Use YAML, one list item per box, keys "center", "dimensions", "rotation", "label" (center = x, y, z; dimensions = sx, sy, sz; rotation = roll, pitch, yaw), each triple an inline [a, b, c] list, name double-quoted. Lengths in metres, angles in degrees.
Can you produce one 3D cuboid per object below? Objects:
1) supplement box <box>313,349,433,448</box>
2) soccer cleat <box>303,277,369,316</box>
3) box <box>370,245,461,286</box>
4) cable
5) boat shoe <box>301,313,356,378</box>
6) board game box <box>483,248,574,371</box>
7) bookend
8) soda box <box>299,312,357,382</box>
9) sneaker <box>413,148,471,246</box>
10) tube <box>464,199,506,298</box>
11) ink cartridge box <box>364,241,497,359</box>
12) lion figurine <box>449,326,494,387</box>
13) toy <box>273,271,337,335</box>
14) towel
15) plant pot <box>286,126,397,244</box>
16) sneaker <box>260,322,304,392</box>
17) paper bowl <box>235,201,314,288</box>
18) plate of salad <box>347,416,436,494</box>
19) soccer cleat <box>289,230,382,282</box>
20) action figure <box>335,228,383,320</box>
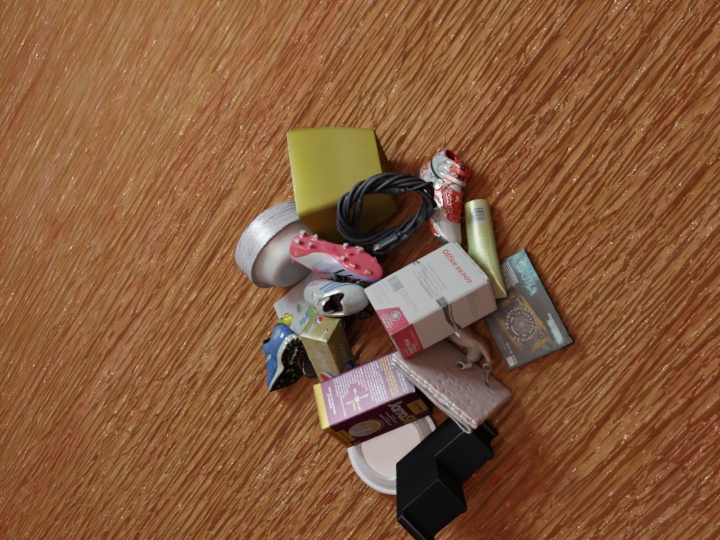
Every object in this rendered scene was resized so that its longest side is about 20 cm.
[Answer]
- center: [0.026, 0.259, 1.122]
  dimensions: [0.199, 0.131, 0.103]
  rotation: [-25, 50, 9]
  label: "supplement box"
- center: [-0.070, 0.057, 1.147]
  dimensions: [0.200, 0.086, 0.070]
  rotation: [-3, 109, 48]
  label: "soccer cleat"
- center: [0.118, 0.004, 1.135]
  dimensions: [0.199, 0.041, 0.039]
  rotation: [-25, 93, -2]
  label: "box"
- center: [0.052, -0.120, 1.074]
  dimensions: [0.200, 0.163, 0.051]
  rotation: [-36, 32, 26]
  label: "cable"
- center: [-0.083, 0.160, 1.260]
  dimensions: [0.067, 0.057, 0.200]
  rotation: [39, 103, 23]
  label: "boat shoe"
- center: [0.306, 0.077, 1.090]
  dimensions: [0.135, 0.028, 0.201]
  rotation: [-29, 74, 21]
  label: "board game box"
- center: [0.166, 0.369, 1.022]
  dimensions: [0.200, 0.199, 0.092]
  rotation: [-44, 94, 7]
  label: "bookend"
- center: [-0.059, 0.182, 1.175]
  dimensions: [0.067, 0.200, 0.064]
  rotation: [9, 48, 26]
  label: "soda box"
- center: [0.178, -0.149, 1.115]
  dimensions: [0.108, 0.067, 0.202]
  rotation: [-42, 51, 36]
  label: "sneaker"
- center: [0.239, -0.038, 1.103]
  dimensions: [0.052, 0.058, 0.201]
  rotation: [0, 74, -11]
  label: "tube"
- center: [0.129, 0.052, 1.039]
  dimensions: [0.199, 0.085, 0.146]
  rotation: [-30, 39, 0]
  label: "ink cartridge box"
- center: [0.204, 0.126, 1.107]
  dimensions: [0.072, 0.122, 0.200]
  rotation: [-39, 86, 31]
  label: "lion figurine"
- center: [-0.110, 0.076, 1.282]
  dimensions: [0.200, 0.047, 0.115]
  rotation: [-38, 62, 27]
  label: "toy"
- center: [0.173, 0.204, 1.059]
  dimensions: [0.200, 0.191, 0.032]
  rotation: [39, 117, 23]
  label: "towel"
- center: [-0.028, -0.186, 1.178]
  dimensions: [0.176, 0.200, 0.201]
  rotation: [-15, 69, 11]
  label: "plant pot"
- center: [-0.181, 0.197, 1.277]
  dimensions: [0.089, 0.078, 0.201]
  rotation: [49, 136, 34]
  label: "sneaker"
- center: [-0.166, -0.043, 1.235]
  dimensions: [0.104, 0.200, 0.201]
  rotation: [43, 105, 22]
  label: "paper bowl"
- center: [0.069, 0.364, 1.178]
  dimensions: [0.199, 0.048, 0.201]
  rotation: [-3, 79, 17]
  label: "plate of salad"
- center: [-0.050, -0.016, 1.127]
  dimensions: [0.199, 0.067, 0.077]
  rotation: [21, 135, 8]
  label: "soccer cleat"
- center: [0.000, 0.000, 1.193]
  dimensions: [0.118, 0.102, 0.201]
  rotation: [-19, 95, -1]
  label: "action figure"
